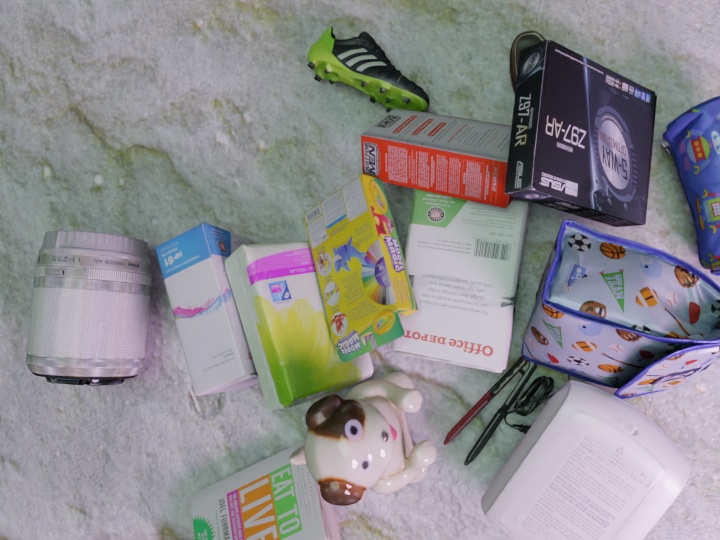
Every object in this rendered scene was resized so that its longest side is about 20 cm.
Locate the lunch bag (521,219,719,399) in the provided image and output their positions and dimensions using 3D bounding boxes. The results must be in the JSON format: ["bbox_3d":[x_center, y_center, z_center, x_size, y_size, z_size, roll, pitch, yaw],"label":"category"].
[{"bbox_3d":[0.288,0.060,0.677,0.195,0.171,0.126,18,68,13],"label":"lunch bag"}]

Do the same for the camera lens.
[{"bbox_3d":[-0.385,0.056,0.894,0.155,0.160,0.207,1,84,16],"label":"camera lens"}]

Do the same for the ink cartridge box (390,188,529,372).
[{"bbox_3d":[0.127,0.013,0.784,0.142,0.084,0.207,9,87,17],"label":"ink cartridge box"}]

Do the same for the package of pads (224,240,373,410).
[{"bbox_3d":[-0.075,0.063,0.806,0.068,0.152,0.205,-30,74,42],"label":"package of pads"}]

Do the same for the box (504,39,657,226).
[{"bbox_3d":[0.257,-0.149,0.717,0.043,0.195,0.166,0,81,59],"label":"box"}]

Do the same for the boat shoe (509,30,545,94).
[{"bbox_3d":[0.235,-0.214,0.785,0.069,0.070,0.206,-18,78,15],"label":"boat shoe"}]

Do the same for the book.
[{"bbox_3d":[-0.133,0.331,0.838,0.196,0.048,0.136,-28,56,12],"label":"book"}]

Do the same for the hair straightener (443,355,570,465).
[{"bbox_3d":[0.194,0.168,0.777,0.077,0.041,0.201,43,93,16],"label":"hair straightener"}]

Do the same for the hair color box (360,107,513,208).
[{"bbox_3d":[0.108,-0.146,0.780,0.195,0.102,0.063,17,130,26],"label":"hair color box"}]

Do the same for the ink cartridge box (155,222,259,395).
[{"bbox_3d":[-0.182,0.056,0.841,0.083,0.144,0.205,-23,78,12],"label":"ink cartridge box"}]

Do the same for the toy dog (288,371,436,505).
[{"bbox_3d":[-0.006,0.194,0.736,0.188,0.200,0.144,-4,80,7],"label":"toy dog"}]

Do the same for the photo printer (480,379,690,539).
[{"bbox_3d":[0.255,0.239,0.708,0.164,0.069,0.203,33,105,11],"label":"photo printer"}]

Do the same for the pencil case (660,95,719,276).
[{"bbox_3d":[0.409,-0.094,0.714,0.085,0.077,0.206,-19,79,34],"label":"pencil case"}]

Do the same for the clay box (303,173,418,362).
[{"bbox_3d":[0.000,0.000,0.777,0.113,0.047,0.206,-27,70,38],"label":"clay box"}]

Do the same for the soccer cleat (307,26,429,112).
[{"bbox_3d":[0.016,-0.281,0.862,0.196,0.068,0.082,28,80,18],"label":"soccer cleat"}]
